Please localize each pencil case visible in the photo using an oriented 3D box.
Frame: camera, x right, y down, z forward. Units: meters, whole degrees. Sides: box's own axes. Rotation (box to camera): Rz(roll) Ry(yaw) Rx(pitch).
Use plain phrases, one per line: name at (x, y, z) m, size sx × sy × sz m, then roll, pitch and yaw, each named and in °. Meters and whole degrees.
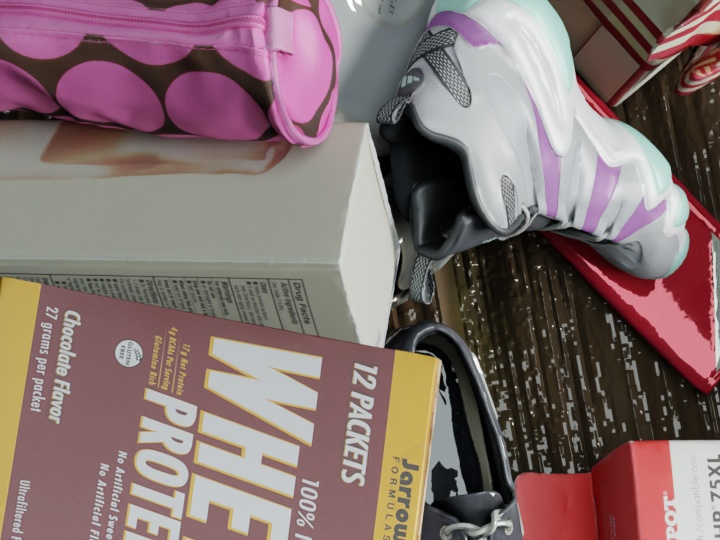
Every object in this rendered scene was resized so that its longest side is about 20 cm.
pencil case at (-0.111, -0.102, 1.319) m, size 0.199 × 0.094 × 0.091 m, roll 4°, pitch 64°, yaw 15°

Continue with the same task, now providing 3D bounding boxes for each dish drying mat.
dish drying mat at (0.130, -0.032, 1.517) m, size 0.077 × 0.018 × 0.200 m, roll -43°, pitch 87°, yaw -20°

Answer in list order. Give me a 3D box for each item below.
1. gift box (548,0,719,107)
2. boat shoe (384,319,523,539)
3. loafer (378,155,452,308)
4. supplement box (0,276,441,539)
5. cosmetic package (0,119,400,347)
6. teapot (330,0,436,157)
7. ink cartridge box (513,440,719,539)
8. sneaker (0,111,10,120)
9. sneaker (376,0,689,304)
gift box at (0.159, -0.203, 1.484) m, size 0.184 × 0.200 × 0.187 m, roll -40°, pitch 87°, yaw -16°
boat shoe at (0.043, 0.120, 1.425) m, size 0.072 × 0.063 × 0.201 m, roll -6°, pitch 75°, yaw -14°
loafer at (0.000, 0.000, 1.443) m, size 0.200 × 0.063 × 0.072 m, roll -41°, pitch 114°, yaw -18°
supplement box at (-0.087, 0.109, 1.324) m, size 0.196 × 0.200 × 0.133 m, roll 11°, pitch 71°, yaw -11°
cosmetic package at (-0.090, -0.008, 1.365) m, size 0.199 × 0.104 × 0.088 m, roll 2°, pitch 53°, yaw 12°
teapot at (-0.036, -0.143, 1.448) m, size 0.200 × 0.146 × 0.198 m, roll -37°, pitch 118°, yaw -39°
ink cartridge box at (0.181, 0.145, 1.450) m, size 0.199 × 0.067 × 0.117 m, roll 0°, pitch 74°, yaw -13°
sneaker at (-0.227, -0.065, 1.407) m, size 0.111 × 0.077 × 0.200 m, roll 34°, pitch 62°, yaw 8°
sneaker at (0.071, -0.030, 1.422) m, size 0.200 × 0.078 × 0.140 m, roll 49°, pitch 62°, yaw -29°
